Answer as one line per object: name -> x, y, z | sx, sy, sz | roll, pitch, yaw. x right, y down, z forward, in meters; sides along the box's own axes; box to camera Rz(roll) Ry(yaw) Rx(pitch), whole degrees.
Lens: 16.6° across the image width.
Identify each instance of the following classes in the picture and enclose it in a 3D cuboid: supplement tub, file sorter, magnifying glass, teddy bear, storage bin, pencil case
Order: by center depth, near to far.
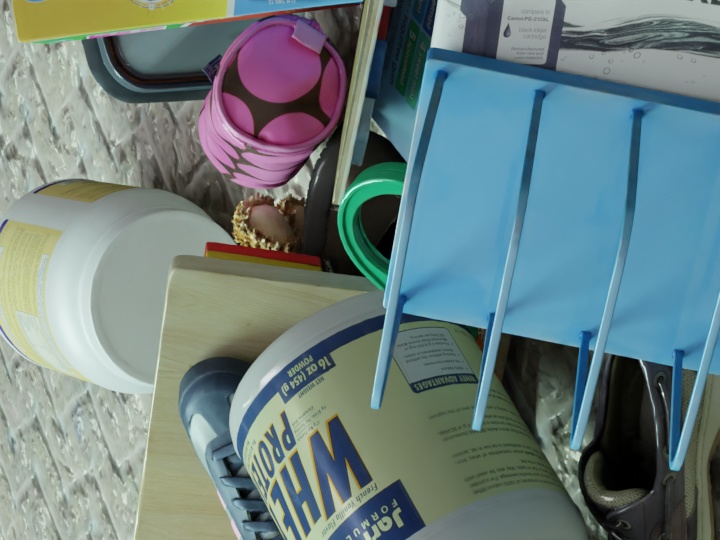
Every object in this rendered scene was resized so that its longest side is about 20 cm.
file sorter -> 0.112, 0.005, 1.120 | 0.123, 0.199, 0.139 | -76, -3, -57
supplement tub -> 0.032, 0.126, 1.303 | 0.200, 0.145, 0.145 | 59, 146, 30
magnifying glass -> 0.048, 0.023, 1.380 | 0.079, 0.022, 0.200 | -4, 126, 32
pencil case -> -0.054, -0.105, 1.511 | 0.091, 0.094, 0.200 | 40, 174, -5
teddy bear -> -0.066, 0.047, 1.586 | 0.067, 0.145, 0.201 | 7, 109, 20
storage bin -> -0.120, -0.228, 1.616 | 0.134, 0.145, 0.201 | -29, 72, 51
supplement tub -> -0.175, 0.011, 1.772 | 0.200, 0.145, 0.146 | 11, 108, 62

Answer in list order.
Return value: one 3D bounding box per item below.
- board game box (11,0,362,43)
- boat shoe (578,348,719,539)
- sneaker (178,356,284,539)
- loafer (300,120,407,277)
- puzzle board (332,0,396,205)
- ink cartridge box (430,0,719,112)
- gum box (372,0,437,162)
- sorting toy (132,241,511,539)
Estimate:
board game box -> -0.099, -0.166, 1.459 | 0.153, 0.199, 0.041 | -95, -2, -85
boat shoe -> 0.144, 0.107, 1.269 | 0.072, 0.065, 0.201 | 43, 135, 47
sneaker -> -0.041, 0.142, 1.408 | 0.200, 0.070, 0.082 | 56, -161, -15
loafer -> 0.000, 0.000, 1.501 | 0.071, 0.073, 0.200 | 23, 140, 13
puzzle board -> 0.010, -0.150, 1.404 | 0.200, 0.017, 0.151 | -82, 2, -57
ink cartridge box -> 0.109, -0.121, 1.167 | 0.084, 0.144, 0.201 | -75, -5, -60
gum box -> 0.081, -0.098, 1.350 | 0.200, 0.044, 0.170 | 54, 142, 40
sorting toy -> -0.025, 0.082, 1.470 | 0.070, 0.199, 0.199 | -95, 13, -63
